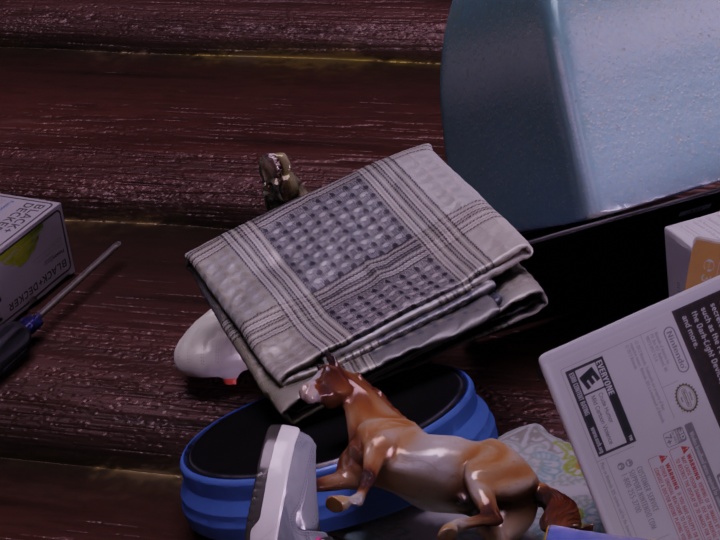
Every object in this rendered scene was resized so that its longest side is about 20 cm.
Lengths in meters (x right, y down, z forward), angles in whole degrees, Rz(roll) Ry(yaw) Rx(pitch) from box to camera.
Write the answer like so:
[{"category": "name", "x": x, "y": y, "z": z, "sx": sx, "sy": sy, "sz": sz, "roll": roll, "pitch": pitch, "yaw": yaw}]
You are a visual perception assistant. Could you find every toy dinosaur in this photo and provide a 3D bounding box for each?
[{"category": "toy dinosaur", "x": 0.013, "y": -0.013, "z": 1.659, "sx": 0.088, "sy": 0.047, "sz": 0.200, "roll": -36, "pitch": 71, "yaw": -7}]

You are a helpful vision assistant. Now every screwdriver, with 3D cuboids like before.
[{"category": "screwdriver", "x": -0.225, "y": 0.030, "z": 1.764, "sx": 0.028, "sy": 0.029, "sz": 0.200, "roll": 7, "pitch": 27, "yaw": 26}]

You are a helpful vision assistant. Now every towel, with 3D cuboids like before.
[{"category": "towel", "x": 0.000, "y": 0.000, "z": 1.559, "sx": 0.192, "sy": 0.035, "sz": 0.200, "roll": -24, "pitch": 38, "yaw": -11}, {"category": "towel", "x": 0.094, "y": 0.165, "z": 1.401, "sx": 0.171, "sy": 0.048, "sz": 0.200, "roll": -21, "pitch": 30, "yaw": -30}]

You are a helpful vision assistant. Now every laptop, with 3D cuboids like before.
[{"category": "laptop", "x": 0.136, "y": -0.029, "z": 1.698, "sx": 0.176, "sy": 0.104, "sz": 0.200, "roll": -15, "pitch": 28, "yaw": -16}]

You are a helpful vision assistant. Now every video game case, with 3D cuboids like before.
[{"category": "video game case", "x": 0.214, "y": 0.102, "z": 1.308, "sx": 0.181, "sy": 0.201, "sz": 0.023, "roll": -25, "pitch": -17, "yaw": 13}]

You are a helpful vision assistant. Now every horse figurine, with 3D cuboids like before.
[{"category": "horse figurine", "x": 0.041, "y": 0.118, "z": 1.346, "sx": 0.199, "sy": 0.050, "sz": 0.133, "roll": 16, "pitch": 27, "yaw": 17}]

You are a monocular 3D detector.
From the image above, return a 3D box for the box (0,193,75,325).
[{"category": "box", "x": -0.330, "y": -0.013, "z": 1.828, "sx": 0.199, "sy": 0.060, "sz": 0.117, "roll": 10, "pitch": 32, "yaw": 29}]

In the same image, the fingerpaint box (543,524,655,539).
[{"category": "fingerpaint box", "x": 0.176, "y": 0.220, "z": 1.202, "sx": 0.199, "sy": 0.074, "sz": 0.167, "roll": 5, "pitch": 41, "yaw": 13}]

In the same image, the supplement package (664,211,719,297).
[{"category": "supplement package", "x": 0.311, "y": 0.014, "z": 1.563, "sx": 0.199, "sy": 0.114, "sz": 0.110, "roll": -16, "pitch": 27, "yaw": -16}]

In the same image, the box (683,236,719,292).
[{"category": "box", "x": 0.279, "y": 0.077, "z": 1.368, "sx": 0.199, "sy": 0.153, "sz": 0.106, "roll": 12, "pitch": 0, "yaw": 30}]

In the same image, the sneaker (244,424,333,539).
[{"category": "sneaker", "x": -0.001, "y": 0.182, "z": 1.260, "sx": 0.120, "sy": 0.201, "sz": 0.084, "roll": 1, "pitch": -6, "yaw": 2}]

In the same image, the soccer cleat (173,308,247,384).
[{"category": "soccer cleat", "x": -0.057, "y": 0.012, "z": 1.694, "sx": 0.069, "sy": 0.078, "sz": 0.200, "roll": 19, "pitch": 37, "yaw": 41}]

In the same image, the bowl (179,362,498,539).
[{"category": "bowl", "x": -0.017, "y": 0.107, "z": 1.487, "sx": 0.200, "sy": 0.040, "sz": 0.201, "roll": -15, "pitch": 14, "yaw": 4}]

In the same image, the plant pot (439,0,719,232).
[{"category": "plant pot", "x": 0.168, "y": -0.146, "z": 1.715, "sx": 0.196, "sy": 0.201, "sz": 0.196, "roll": -15, "pitch": 2, "yaw": -26}]
